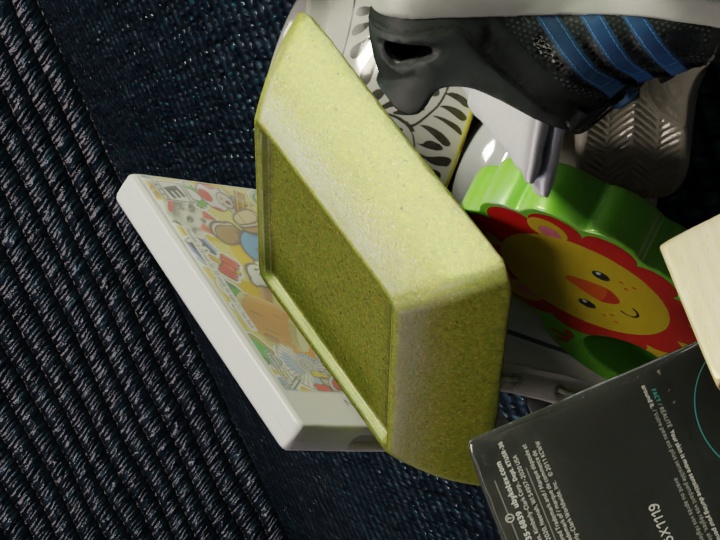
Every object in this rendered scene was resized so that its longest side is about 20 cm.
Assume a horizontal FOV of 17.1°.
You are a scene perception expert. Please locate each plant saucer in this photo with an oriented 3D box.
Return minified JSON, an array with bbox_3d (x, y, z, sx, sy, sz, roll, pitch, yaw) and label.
[{"bbox_3d":[0.000,0.000,1.248,0.200,0.048,0.200,53,158,30],"label":"plant saucer"}]

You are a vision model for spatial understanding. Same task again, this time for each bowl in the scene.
[{"bbox_3d":[-0.002,-0.104,1.378,0.201,0.094,0.202,-164,90,-78],"label":"bowl"}]

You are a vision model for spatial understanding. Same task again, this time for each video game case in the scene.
[{"bbox_3d":[-0.024,0.025,1.363,0.182,0.023,0.200,6,-141,-47],"label":"video game case"}]

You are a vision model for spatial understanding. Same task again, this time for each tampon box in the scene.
[{"bbox_3d":[0.147,0.153,1.135,0.200,0.126,0.150,63,-175,-62],"label":"tampon box"}]

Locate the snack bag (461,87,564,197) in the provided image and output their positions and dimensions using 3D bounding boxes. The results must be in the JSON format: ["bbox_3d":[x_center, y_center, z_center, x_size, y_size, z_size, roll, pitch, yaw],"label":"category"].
[{"bbox_3d":[0.071,-0.158,1.119,0.200,0.021,0.189,-118,33,-62],"label":"snack bag"}]

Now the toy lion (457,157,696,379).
[{"bbox_3d":[0.135,0.015,1.194,0.191,0.069,0.200,24,162,11],"label":"toy lion"}]

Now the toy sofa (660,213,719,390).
[{"bbox_3d":[0.216,0.046,1.038,0.200,0.097,0.083,49,-161,-45],"label":"toy sofa"}]

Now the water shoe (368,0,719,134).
[{"bbox_3d":[0.103,-0.100,1.006,0.072,0.199,0.079,-72,-15,-58],"label":"water shoe"}]

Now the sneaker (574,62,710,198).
[{"bbox_3d":[0.134,-0.124,1.104,0.200,0.075,0.085,103,174,-53],"label":"sneaker"}]

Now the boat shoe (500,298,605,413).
[{"bbox_3d":[0.117,0.062,1.359,0.199,0.067,0.074,20,176,-13],"label":"boat shoe"}]

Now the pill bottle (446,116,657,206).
[{"bbox_3d":[0.096,-0.042,1.347,0.112,0.112,0.200,62,169,-7],"label":"pill bottle"}]
